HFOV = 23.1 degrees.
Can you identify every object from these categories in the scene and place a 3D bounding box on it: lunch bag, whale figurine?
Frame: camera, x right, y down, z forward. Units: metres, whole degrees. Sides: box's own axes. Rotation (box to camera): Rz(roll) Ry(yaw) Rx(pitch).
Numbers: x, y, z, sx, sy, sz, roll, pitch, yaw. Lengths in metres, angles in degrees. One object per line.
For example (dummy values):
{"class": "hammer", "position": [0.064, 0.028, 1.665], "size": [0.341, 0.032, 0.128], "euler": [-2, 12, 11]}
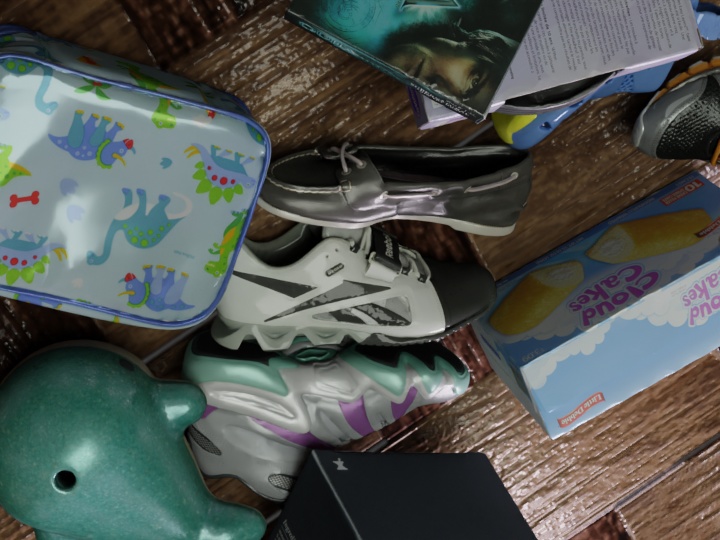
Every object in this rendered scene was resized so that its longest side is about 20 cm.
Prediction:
{"class": "lunch bag", "position": [-0.168, -0.052, 1.094], "size": [0.199, 0.082, 0.162], "euler": [13, 106, -23]}
{"class": "whale figurine", "position": [-0.156, 0.139, 1.144], "size": [0.200, 0.104, 0.159], "euler": [43, 102, -11]}

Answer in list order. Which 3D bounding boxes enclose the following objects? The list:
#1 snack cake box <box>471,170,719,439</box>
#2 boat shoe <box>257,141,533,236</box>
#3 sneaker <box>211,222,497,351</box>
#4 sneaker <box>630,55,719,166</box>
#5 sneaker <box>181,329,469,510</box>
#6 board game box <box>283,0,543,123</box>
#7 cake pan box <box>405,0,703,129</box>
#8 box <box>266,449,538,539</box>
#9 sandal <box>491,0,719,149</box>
{"class": "snack cake box", "position": [0.186, 0.021, 1.224], "size": [0.199, 0.115, 0.067], "euler": [-29, 117, -6]}
{"class": "boat shoe", "position": [0.024, -0.064, 1.160], "size": [0.199, 0.067, 0.057], "euler": [3, 123, -27]}
{"class": "sneaker", "position": [0.000, 0.000, 1.176], "size": [0.199, 0.074, 0.089], "euler": [-5, 115, -17]}
{"class": "sneaker", "position": [0.284, -0.098, 1.217], "size": [0.199, 0.078, 0.078], "euler": [-6, 143, -15]}
{"class": "sneaker", "position": [-0.028, 0.112, 1.219], "size": [0.199, 0.078, 0.141], "euler": [3, 113, -10]}
{"class": "board game box", "position": [0.059, -0.207, 1.049], "size": [0.135, 0.028, 0.201], "euler": [27, 84, -5]}
{"class": "cake pan box", "position": [0.100, -0.199, 1.094], "size": [0.183, 0.052, 0.201], "euler": [-17, 90, -6]}
{"class": "box", "position": [0.010, 0.231, 1.218], "size": [0.148, 0.107, 0.201], "euler": [4, 125, -32]}
{"class": "sandal", "position": [0.175, -0.147, 1.175], "size": [0.200, 0.080, 0.087], "euler": [-41, 122, 3]}
